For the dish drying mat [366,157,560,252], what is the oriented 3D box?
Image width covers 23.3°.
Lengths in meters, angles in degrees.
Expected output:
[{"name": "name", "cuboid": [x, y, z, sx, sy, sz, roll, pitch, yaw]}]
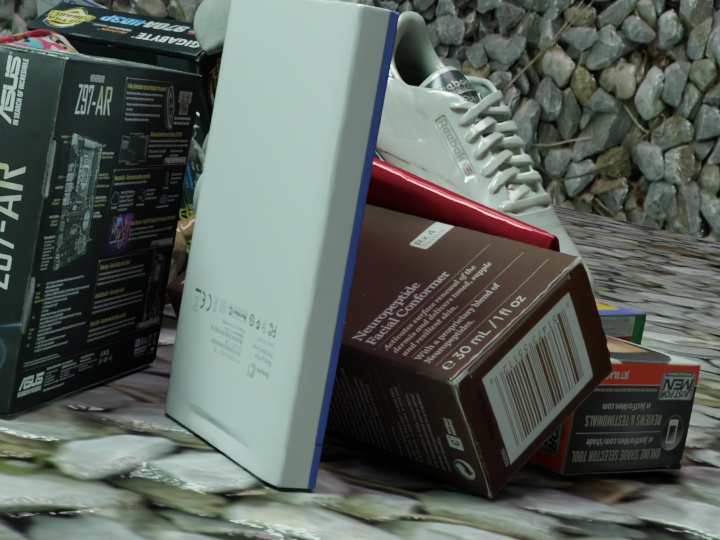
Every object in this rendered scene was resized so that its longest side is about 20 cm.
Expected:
[{"name": "dish drying mat", "cuboid": [0.018, -0.029, 0.891, 0.199, 0.018, 0.077, 27, -28, 29]}]

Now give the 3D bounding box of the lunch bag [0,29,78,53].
[{"name": "lunch bag", "cuboid": [-0.221, -0.046, 0.959, 0.082, 0.176, 0.200, 46, 13, -4]}]

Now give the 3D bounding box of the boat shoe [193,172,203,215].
[{"name": "boat shoe", "cuboid": [0.007, -0.032, 0.993, 0.199, 0.074, 0.067, 6, 2, -17]}]

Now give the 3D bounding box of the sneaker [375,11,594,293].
[{"name": "sneaker", "cuboid": [0.059, -0.052, 0.936, 0.076, 0.081, 0.200, -10, 49, -46]}]

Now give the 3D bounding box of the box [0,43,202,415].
[{"name": "box", "cuboid": [-0.138, -0.024, 0.850, 0.043, 0.161, 0.200, 11, 7, 11]}]

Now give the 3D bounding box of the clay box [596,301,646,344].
[{"name": "clay box", "cuboid": [0.090, 0.030, 1.253, 0.199, 0.048, 0.115, 15, 7, 31]}]

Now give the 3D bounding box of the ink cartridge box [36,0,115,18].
[{"name": "ink cartridge box", "cuboid": [-0.163, -0.115, 1.336, 0.197, 0.201, 0.043, 28, 46, 18]}]

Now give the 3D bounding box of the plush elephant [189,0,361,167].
[{"name": "plush elephant", "cuboid": [-0.037, -0.124, 1.138, 0.199, 0.156, 0.165, 21, 11, -38]}]

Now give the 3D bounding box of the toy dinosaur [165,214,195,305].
[{"name": "toy dinosaur", "cuboid": [-0.162, -0.019, 1.105, 0.135, 0.086, 0.199, 4, 8, -39]}]

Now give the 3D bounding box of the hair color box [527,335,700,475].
[{"name": "hair color box", "cuboid": [0.072, 0.054, 0.943, 0.101, 0.062, 0.199, 4, 9, -43]}]

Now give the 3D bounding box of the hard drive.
[{"name": "hard drive", "cuboid": [-0.039, -0.019, 0.774, 0.025, 0.201, 0.132, 7, 7, -28]}]

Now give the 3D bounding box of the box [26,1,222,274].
[{"name": "box", "cuboid": [-0.151, -0.090, 1.281, 0.158, 0.201, 0.046, 14, 40, 30]}]

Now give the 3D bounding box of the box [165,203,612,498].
[{"name": "box", "cuboid": [0.011, 0.027, 0.846, 0.199, 0.075, 0.100, 14, 45, 43]}]
